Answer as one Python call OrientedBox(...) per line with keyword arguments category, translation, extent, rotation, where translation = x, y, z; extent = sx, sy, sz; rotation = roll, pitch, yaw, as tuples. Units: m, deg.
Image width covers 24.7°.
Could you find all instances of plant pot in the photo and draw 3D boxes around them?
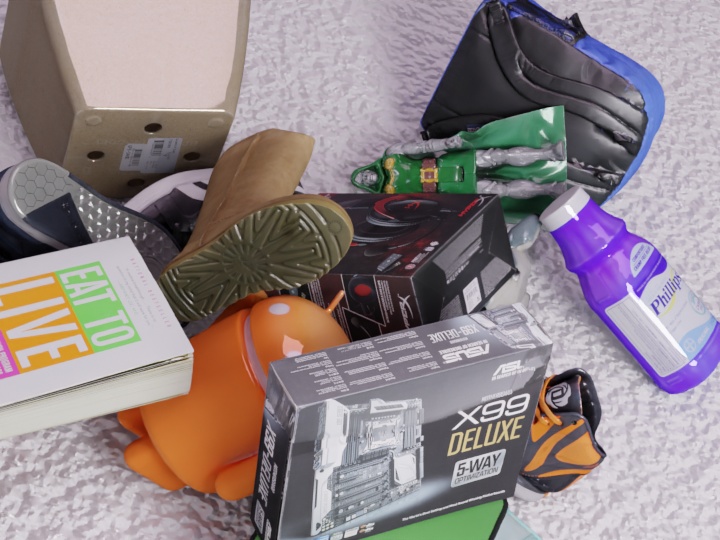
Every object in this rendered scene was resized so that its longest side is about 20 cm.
OrientedBox(category="plant pot", translation=(-0.200, -0.172, 1.439), extent=(0.200, 0.200, 0.177), rotation=(0, 60, -19))

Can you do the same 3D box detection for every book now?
OrientedBox(category="book", translation=(-0.236, 0.050, 1.166), extent=(0.200, 0.048, 0.134), rotation=(-14, 52, -24))

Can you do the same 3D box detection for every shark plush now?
OrientedBox(category="shark plush", translation=(0.098, 0.021, 1.430), extent=(0.083, 0.091, 0.200), rotation=(12, 36, 12))

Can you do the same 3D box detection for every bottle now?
OrientedBox(category="bottle", translation=(0.239, 0.014, 1.452), extent=(0.200, 0.065, 0.084), rotation=(49, 45, -7))

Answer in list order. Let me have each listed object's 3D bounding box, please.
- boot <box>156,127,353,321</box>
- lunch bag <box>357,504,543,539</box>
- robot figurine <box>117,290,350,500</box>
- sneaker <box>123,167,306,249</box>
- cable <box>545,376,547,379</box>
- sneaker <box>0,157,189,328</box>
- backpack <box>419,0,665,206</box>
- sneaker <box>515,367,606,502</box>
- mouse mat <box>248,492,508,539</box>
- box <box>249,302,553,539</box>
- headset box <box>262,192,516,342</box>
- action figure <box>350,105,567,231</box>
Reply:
OrientedBox(category="boot", translation=(-0.068, -0.057, 1.281), extent=(0.066, 0.175, 0.200), rotation=(60, 26, -24))
OrientedBox(category="lunch bag", translation=(0.045, 0.234, 1.223), extent=(0.160, 0.077, 0.200), rotation=(40, 50, 19))
OrientedBox(category="robot figurine", translation=(-0.086, 0.091, 1.235), extent=(0.117, 0.200, 0.144), rotation=(58, 17, -11))
OrientedBox(category="sneaker", translation=(-0.113, -0.032, 1.413), extent=(0.200, 0.073, 0.112), rotation=(-25, 62, -35))
OrientedBox(category="cable", translation=(0.082, 0.079, 1.395), extent=(0.200, 0.050, 0.097), rotation=(30, 49, 11))
OrientedBox(category="sneaker", translation=(-0.240, -0.015, 1.344), extent=(0.202, 0.146, 0.077), rotation=(41, 58, -30))
OrientedBox(category="backpack", translation=(0.192, -0.164, 1.579), extent=(0.200, 0.163, 0.168), rotation=(31, 27, 12))
OrientedBox(category="sneaker", translation=(0.118, 0.097, 1.299), extent=(0.200, 0.112, 0.078), rotation=(37, 41, -24))
OrientedBox(category="mouse mat", translation=(0.005, 0.200, 1.176), extent=(0.161, 0.008, 0.200), rotation=(20, 42, 12))
OrientedBox(category="box", translation=(0.027, 0.114, 1.155), extent=(0.200, 0.158, 0.050), rotation=(-12, 44, -25))
OrientedBox(category="headset box", translation=(0.000, 0.000, 1.318), extent=(0.200, 0.075, 0.149), rotation=(2, 28, 35))
OrientedBox(category="action figure", translation=(0.088, -0.087, 1.510), extent=(0.200, 0.055, 0.118), rotation=(-3, 86, 14))
